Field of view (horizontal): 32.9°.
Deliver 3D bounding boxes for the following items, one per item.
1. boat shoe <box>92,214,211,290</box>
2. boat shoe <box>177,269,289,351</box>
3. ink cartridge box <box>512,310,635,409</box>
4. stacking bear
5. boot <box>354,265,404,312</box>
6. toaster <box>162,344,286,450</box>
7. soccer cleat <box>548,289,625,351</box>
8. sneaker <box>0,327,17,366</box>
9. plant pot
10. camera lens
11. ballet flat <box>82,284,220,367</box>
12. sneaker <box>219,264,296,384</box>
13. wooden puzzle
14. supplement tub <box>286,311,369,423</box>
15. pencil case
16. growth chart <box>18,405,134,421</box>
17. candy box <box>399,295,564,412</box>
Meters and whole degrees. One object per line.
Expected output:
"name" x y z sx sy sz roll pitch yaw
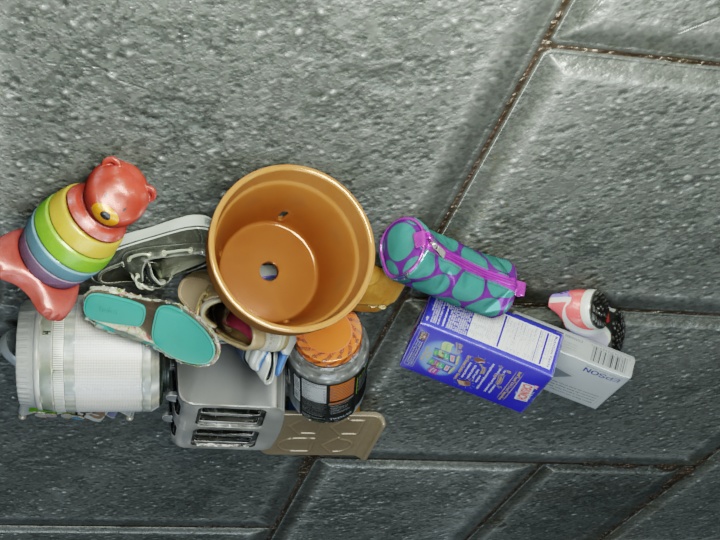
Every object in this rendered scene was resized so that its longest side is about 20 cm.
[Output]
"boat shoe" -0.271 -0.012 1.555 0.199 0.064 0.071 -20 147 28
"boat shoe" -0.178 0.050 1.582 0.199 0.074 0.069 23 -161 39
"ink cartridge box" 0.289 0.149 1.858 0.198 0.041 0.200 21 153 -2
"stacking bear" -0.325 -0.053 1.433 0.121 0.114 0.200 43 120 -16
"boot" 0.000 0.001 1.625 0.143 0.071 0.201 2 154 -24
"toaster" -0.200 0.188 1.862 0.198 0.119 0.181 4 151 -12
"soccer cleat" 0.342 0.077 1.813 0.073 0.069 0.200 6 161 30
"sneaker" -0.454 0.141 1.794 0.071 0.073 0.200 -28 143 30
"plant pot" -0.096 -0.012 1.471 0.199 0.202 0.140 5 166 -16
"camera lens" -0.361 0.113 1.667 0.198 0.161 0.160 0 151 -9
"ballet flat" -0.262 0.065 1.570 0.199 0.076 0.064 23 -171 10
"sneaker" -0.166 0.095 1.666 0.200 0.147 0.080 -31 153 36
"wooden puzzle" -0.070 0.272 2.114 0.198 0.047 0.186 7 149 -10
"supplement tub" -0.049 0.132 1.783 0.122 0.123 0.200 -2 150 -4
"pencil case" 0.120 -0.001 1.607 0.199 0.086 0.092 21 159 -38
"growth chart" -0.459 0.218 1.989 0.198 0.018 0.145 3 151 -11
"candy box" 0.172 0.115 1.752 0.199 0.077 0.169 23 154 1
